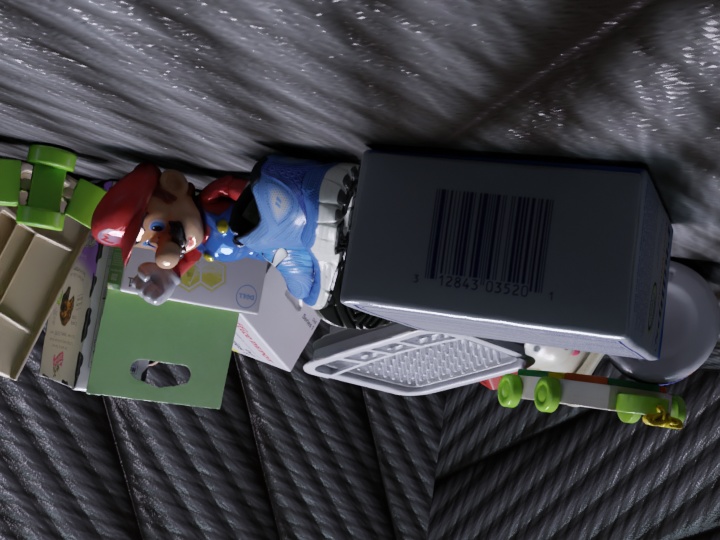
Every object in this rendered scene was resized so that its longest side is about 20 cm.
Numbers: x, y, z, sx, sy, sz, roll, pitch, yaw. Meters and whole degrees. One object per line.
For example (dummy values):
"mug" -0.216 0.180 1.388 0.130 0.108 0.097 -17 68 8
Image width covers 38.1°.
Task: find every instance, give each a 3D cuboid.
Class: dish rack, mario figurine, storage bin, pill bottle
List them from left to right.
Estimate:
"storage bin" -0.366 -0.005 1.030 0.093 0.200 0.199 32 163 -30
"mario figurine" -0.121 -0.022 0.856 0.199 0.125 0.106 7 -171 -25
"dish rack" 0.059 0.076 1.024 0.171 0.044 0.199 -20 154 33
"pill bottle" 0.289 0.056 1.022 0.111 0.113 0.200 7 174 15

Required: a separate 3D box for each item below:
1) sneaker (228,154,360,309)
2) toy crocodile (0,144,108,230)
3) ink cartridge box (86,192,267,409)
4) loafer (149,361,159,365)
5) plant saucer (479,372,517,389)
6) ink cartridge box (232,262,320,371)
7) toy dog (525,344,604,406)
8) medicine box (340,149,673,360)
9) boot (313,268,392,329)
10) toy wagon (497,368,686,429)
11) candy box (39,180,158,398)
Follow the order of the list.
"sneaker" -0.049 -0.035 0.788 0.089 0.079 0.200 20 157 5
"toy crocodile" -0.299 -0.073 0.849 0.199 0.068 0.062 11 175 -22
"ink cartridge box" -0.167 0.028 0.983 0.145 0.202 0.048 12 176 -32
"loafer" -0.201 0.057 1.099 0.072 0.063 0.200 31 157 -6
"plant saucer" 0.088 0.062 1.191 0.199 0.037 0.200 32 170 23
"ink cartridge box" -0.162 0.023 1.178 0.199 0.084 0.145 16 156 30
"toy dog" 0.235 0.069 1.284 0.194 0.140 0.200 46 -169 21
"medicine box" 0.109 -0.005 0.711 0.181 0.104 0.200 7 175 22
"boot" 0.000 0.002 0.991 0.181 0.073 0.200 -15 -169 -27
"toy wagon" 0.232 0.122 0.988 0.154 0.040 0.200 10 173 -21
"candy box" -0.260 0.020 1.058 0.071 0.202 0.167 11 175 -28
